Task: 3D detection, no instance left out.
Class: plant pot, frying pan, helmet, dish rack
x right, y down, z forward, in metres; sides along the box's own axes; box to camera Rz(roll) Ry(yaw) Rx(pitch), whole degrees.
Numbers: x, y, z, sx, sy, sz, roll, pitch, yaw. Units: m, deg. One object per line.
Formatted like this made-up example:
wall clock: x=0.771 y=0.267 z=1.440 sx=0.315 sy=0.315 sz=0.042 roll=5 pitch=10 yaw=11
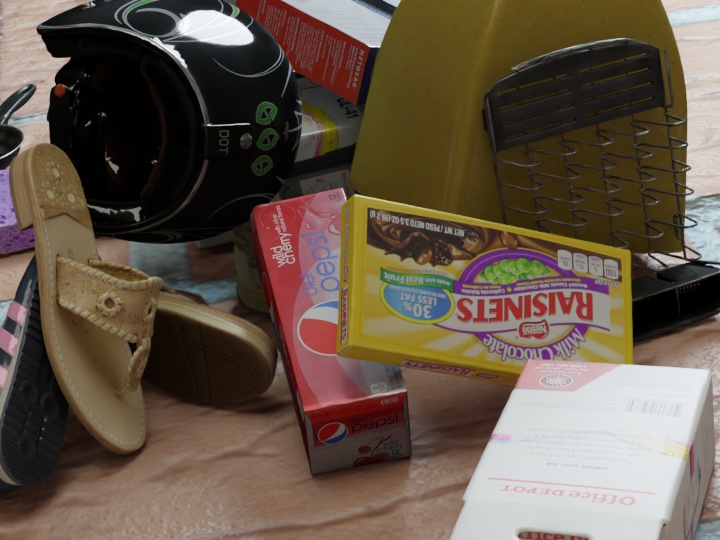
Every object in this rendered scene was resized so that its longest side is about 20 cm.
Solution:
plant pot: x=0.119 y=-0.134 z=1.333 sx=0.195 sy=0.200 sz=0.194 roll=-2 pitch=18 yaw=-21
frying pan: x=-0.355 y=-0.118 z=1.659 sx=0.115 sy=0.031 sz=0.190 roll=-7 pitch=25 yaw=0
helmet: x=-0.139 y=-0.111 z=1.312 sx=0.200 sy=0.200 sz=0.191 roll=4 pitch=12 yaw=20
dish rack: x=0.163 y=-0.052 z=1.241 sx=0.153 sy=0.200 sz=0.055 roll=-17 pitch=17 yaw=-18

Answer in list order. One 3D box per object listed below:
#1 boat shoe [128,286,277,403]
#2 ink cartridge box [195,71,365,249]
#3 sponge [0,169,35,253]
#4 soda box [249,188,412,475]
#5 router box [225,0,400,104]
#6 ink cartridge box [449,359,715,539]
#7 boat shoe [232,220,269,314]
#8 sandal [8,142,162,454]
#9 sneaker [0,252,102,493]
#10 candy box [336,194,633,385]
boat shoe: x=-0.131 y=0.038 z=1.271 sx=0.200 sy=0.071 sz=0.065 roll=12 pitch=34 yaw=34
ink cartridge box: x=-0.053 y=-0.101 z=1.498 sx=0.200 sy=0.086 sz=0.148 roll=-13 pitch=28 yaw=-8
sponge: x=-0.289 y=-0.050 z=1.518 sx=0.200 sy=0.030 sz=0.112 roll=-12 pitch=28 yaw=-10
soda box: x=-0.021 y=0.036 z=1.206 sx=0.070 sy=0.063 sz=0.200 roll=-12 pitch=44 yaw=-6
router box: x=0.014 y=-0.192 z=1.501 sx=0.200 sy=0.049 sz=0.179 roll=-8 pitch=31 yaw=-45
ink cartridge box: x=0.129 y=0.130 z=1.042 sx=0.116 sy=0.068 sz=0.200 roll=3 pitch=28 yaw=20
boat shoe: x=0.000 y=0.000 z=1.319 sx=0.200 sy=0.063 sz=0.073 roll=3 pitch=29 yaw=18
sandal: x=-0.164 y=0.009 z=1.188 sx=0.070 sy=0.212 sz=0.078 roll=-25 pitch=-11 yaw=29
sneaker: x=-0.228 y=0.058 z=1.210 sx=0.082 sy=0.070 sz=0.200 roll=-17 pitch=41 yaw=31
candy box: x=0.082 y=0.019 z=1.162 sx=0.200 sy=0.102 sz=0.026 roll=10 pitch=-21 yaw=-21
